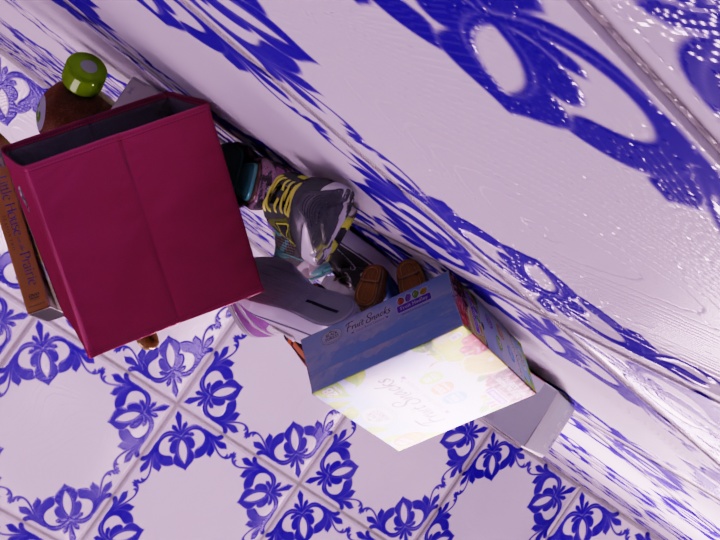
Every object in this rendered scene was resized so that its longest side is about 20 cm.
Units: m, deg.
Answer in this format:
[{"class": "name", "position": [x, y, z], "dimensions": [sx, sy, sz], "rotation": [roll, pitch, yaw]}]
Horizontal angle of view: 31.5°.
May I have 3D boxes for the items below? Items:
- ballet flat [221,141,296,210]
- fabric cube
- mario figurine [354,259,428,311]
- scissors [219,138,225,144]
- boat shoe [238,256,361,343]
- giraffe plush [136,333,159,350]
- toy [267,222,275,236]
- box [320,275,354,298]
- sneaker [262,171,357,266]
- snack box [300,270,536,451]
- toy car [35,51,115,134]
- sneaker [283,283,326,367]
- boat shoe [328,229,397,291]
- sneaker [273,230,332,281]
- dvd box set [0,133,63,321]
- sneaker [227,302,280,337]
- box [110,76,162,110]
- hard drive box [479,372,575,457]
[{"class": "ballet flat", "position": [-0.106, -0.093, 1.343], "dimensions": [0.070, 0.070, 0.200], "rotation": [16, -176, -22]}, {"class": "fabric cube", "position": [-0.238, -0.056, 1.321], "dimensions": [0.196, 0.198, 0.202], "rotation": [29, 137, 65]}, {"class": "mario figurine", "position": [0.072, 0.070, 1.359], "dimensions": [0.123, 0.107, 0.200], "rotation": [31, 172, 38]}, {"class": "scissors", "position": [-0.148, -0.135, 1.495], "dimensions": [0.199, 0.014, 0.073], "rotation": [36, 178, -21]}, {"class": "boat shoe", "position": [-0.069, 0.047, 1.350], "dimensions": [0.199, 0.073, 0.067], "rotation": [28, 146, 48]}, {"class": "giraffe plush", "position": [-0.268, 0.004, 1.550], "dimensions": [0.199, 0.173, 0.163], "rotation": [6, 140, 49]}, {"class": "toy", "position": [-0.081, -0.049, 1.683], "dimensions": [0.200, 0.047, 0.115], "rotation": [39, 174, -36]}, {"class": "box", "position": [0.054, 0.070, 1.724], "dimensions": [0.200, 0.037, 0.144], "rotation": [40, 156, -29]}, {"class": "sneaker", "position": [-0.056, -0.052, 1.166], "dimensions": [0.084, 0.075, 0.200], "rotation": [28, 176, 4]}, {"class": "snack box", "position": [0.061, 0.096, 1.272], "dimensions": [0.200, 0.167, 0.068], "rotation": [43, -152, -53]}, {"class": "toy car", "position": [-0.369, -0.141, 1.595], "dimensions": [0.157, 0.201, 0.165], "rotation": [35, 134, -1]}, {"class": "sneaker", "position": [-0.006, 0.055, 1.456], "dimensions": [0.112, 0.078, 0.199], "rotation": [42, -147, 27]}, {"class": "boat shoe", "position": [0.000, 0.000, 1.486], "dimensions": [0.068, 0.057, 0.200], "rotation": [32, 174, 47]}, {"class": "sneaker", "position": [-0.077, -0.029, 1.593], "dimensions": [0.092, 0.077, 0.200], "rotation": [68, 158, 0]}, {"class": "dvd box set", "position": [-0.377, -0.045, 1.426], "dimensions": [0.146, 0.029, 0.203], "rotation": [143, 109, -82]}, {"class": "sneaker", "position": [-0.148, -0.007, 1.581], "dimensions": [0.201, 0.073, 0.114], "rotation": [53, 158, -13]}, {"class": "box", "position": [-0.215, -0.147, 1.534], "dimensions": [0.082, 0.069, 0.200], "rotation": [32, 176, 33]}, {"class": "hard drive box", "position": [0.166, 0.144, 1.527], "dimensions": [0.155, 0.077, 0.200], "rotation": [35, 180, 18]}]
